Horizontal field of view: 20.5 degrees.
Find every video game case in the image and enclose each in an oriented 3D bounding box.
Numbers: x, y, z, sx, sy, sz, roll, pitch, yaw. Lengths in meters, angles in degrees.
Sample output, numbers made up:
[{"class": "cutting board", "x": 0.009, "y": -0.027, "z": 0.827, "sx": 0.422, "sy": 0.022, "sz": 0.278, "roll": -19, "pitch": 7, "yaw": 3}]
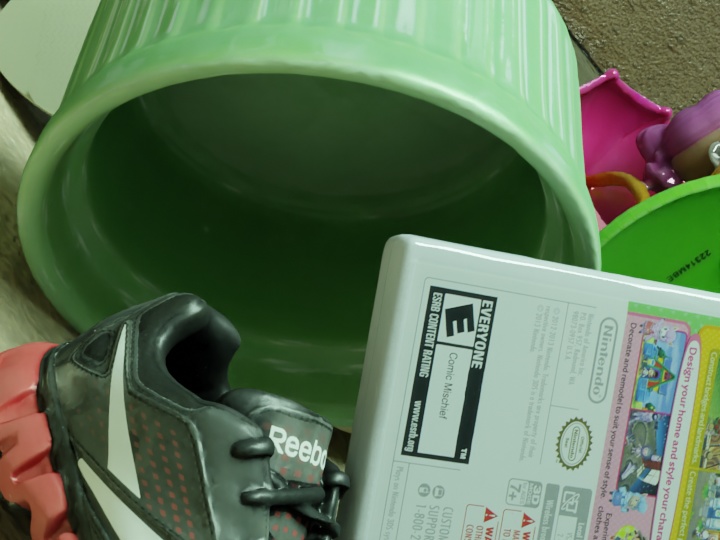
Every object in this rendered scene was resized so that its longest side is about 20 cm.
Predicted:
[{"class": "video game case", "x": 0.075, "y": 0.102, "z": 0.633, "sx": 0.182, "sy": 0.200, "sz": 0.022, "roll": 10, "pitch": 0, "yaw": -22}]

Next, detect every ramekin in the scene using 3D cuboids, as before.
[{"class": "ramekin", "x": -0.014, "y": -0.040, "z": 0.707, "sx": 0.200, "sy": 0.200, "sz": 0.098, "roll": 44, "pitch": 39, "yaw": -38}]

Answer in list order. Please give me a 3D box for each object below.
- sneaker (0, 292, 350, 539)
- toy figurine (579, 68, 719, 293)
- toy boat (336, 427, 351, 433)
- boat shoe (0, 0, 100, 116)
[{"class": "sneaker", "x": -0.042, "y": 0.089, "z": 0.570, "sx": 0.071, "sy": 0.098, "sz": 0.201, "roll": 36, "pitch": 24, "yaw": -58}, {"class": "toy figurine", "x": 0.141, "y": -0.031, "z": 0.825, "sx": 0.150, "sy": 0.200, "sz": 0.184, "roll": 48, "pitch": 13, "yaw": -31}, {"class": "toy boat", "x": 0.000, "y": 0.000, "z": 0.934, "sx": 0.131, "sy": 0.131, "sz": 0.200, "roll": 28, "pitch": 3, "yaw": 21}, {"class": "boat shoe", "x": -0.052, "y": -0.070, "z": 0.824, "sx": 0.063, "sy": 0.201, "sz": 0.074, "roll": 94, "pitch": 8, "yaw": -76}]
